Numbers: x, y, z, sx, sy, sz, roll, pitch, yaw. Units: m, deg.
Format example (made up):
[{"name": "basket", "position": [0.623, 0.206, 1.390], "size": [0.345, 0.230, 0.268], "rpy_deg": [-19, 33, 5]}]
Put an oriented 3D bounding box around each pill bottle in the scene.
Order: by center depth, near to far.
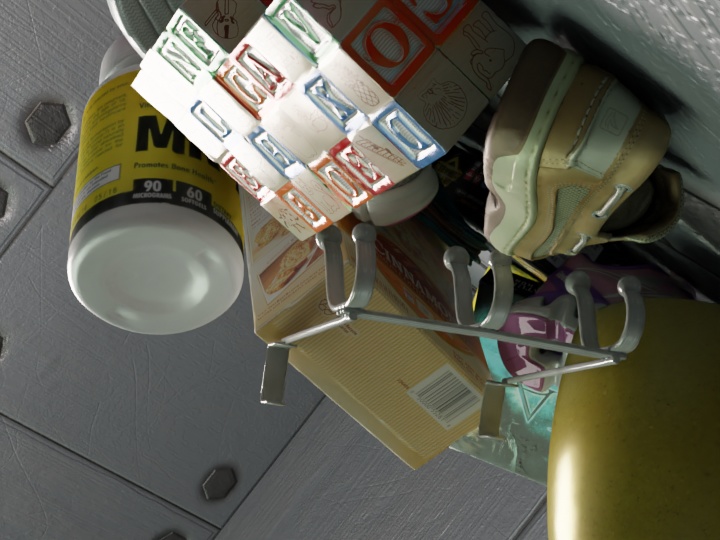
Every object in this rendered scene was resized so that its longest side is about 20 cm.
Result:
[{"name": "pill bottle", "position": [-0.135, -0.067, 1.011], "size": [0.114, 0.114, 0.201], "rpy_deg": [38, -147, -38]}]

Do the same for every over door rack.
[{"name": "over door rack", "position": [0.039, 0.028, 0.768], "size": [0.147, 0.067, 0.200], "rpy_deg": [10, 159, -13]}]

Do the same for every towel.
[{"name": "towel", "position": [0.008, -0.103, 1.008], "size": [0.147, 0.022, 0.201], "rpy_deg": [39, -163, -47]}]

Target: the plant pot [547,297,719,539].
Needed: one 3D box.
[{"name": "plant pot", "position": [0.174, 0.131, 0.769], "size": [0.199, 0.143, 0.200], "rpy_deg": [24, 154, 13]}]

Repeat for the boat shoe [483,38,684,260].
[{"name": "boat shoe", "position": [0.095, -0.033, 0.614], "size": [0.076, 0.072, 0.200], "rpy_deg": [23, 179, 10]}]

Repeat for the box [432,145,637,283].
[{"name": "box", "position": [0.139, -0.010, 1.063], "size": [0.159, 0.046, 0.200], "rpy_deg": [39, 180, -26]}]

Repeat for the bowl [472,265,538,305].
[{"name": "bowl", "position": [0.145, 0.092, 1.080], "size": [0.200, 0.108, 0.200], "rpy_deg": [38, 180, 0]}]

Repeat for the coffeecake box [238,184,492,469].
[{"name": "coffeecake box", "position": [0.000, 0.000, 0.940], "size": [0.153, 0.073, 0.201], "rpy_deg": [43, -160, -32]}]

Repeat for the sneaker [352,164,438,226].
[{"name": "sneaker", "position": [-0.013, -0.118, 0.875], "size": [0.088, 0.073, 0.200], "rpy_deg": [80, 166, -45]}]

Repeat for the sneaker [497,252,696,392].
[{"name": "sneaker", "position": [0.185, 0.041, 0.877], "size": [0.199, 0.089, 0.081], "rpy_deg": [19, 136, 19]}]

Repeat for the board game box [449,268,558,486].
[{"name": "board game box", "position": [0.160, 0.091, 0.966], "size": [0.199, 0.136, 0.028], "rpy_deg": [19, -149, 20]}]

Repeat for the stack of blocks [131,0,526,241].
[{"name": "stack of blocks", "position": [-0.022, -0.088, 0.645], "size": [0.115, 0.059, 0.200], "rpy_deg": [43, 161, -8]}]

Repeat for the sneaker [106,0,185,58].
[{"name": "sneaker", "position": [-0.114, -0.155, 0.904], "size": [0.071, 0.073, 0.201], "rpy_deg": [53, 166, 42]}]
